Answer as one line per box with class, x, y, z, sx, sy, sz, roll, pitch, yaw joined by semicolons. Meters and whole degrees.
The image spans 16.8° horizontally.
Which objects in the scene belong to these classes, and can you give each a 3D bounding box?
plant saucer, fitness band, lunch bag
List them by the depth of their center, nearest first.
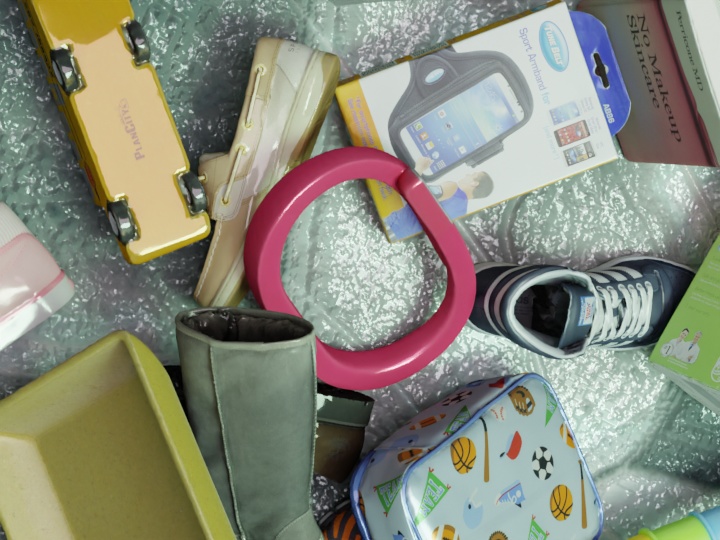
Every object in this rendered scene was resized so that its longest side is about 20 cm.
plant saucer;-0.158;0.157;1.609;0.048;0.199;0.201;-16;80;-46
fitness band;0.000;0.000;1.686;0.143;0.037;0.200;-35;132;-1
lunch bag;0.082;0.174;1.712;0.200;0.075;0.161;-33;106;-42

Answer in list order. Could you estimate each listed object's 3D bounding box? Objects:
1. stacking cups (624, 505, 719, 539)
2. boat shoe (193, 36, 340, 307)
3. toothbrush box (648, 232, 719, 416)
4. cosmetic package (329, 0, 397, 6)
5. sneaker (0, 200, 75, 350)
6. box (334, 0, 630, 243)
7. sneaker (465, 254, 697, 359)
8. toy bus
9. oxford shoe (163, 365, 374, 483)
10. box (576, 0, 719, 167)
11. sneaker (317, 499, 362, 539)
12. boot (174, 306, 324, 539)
stacking cups;0.264;0.189;1.748;0.199;0.060;0.061;-22;100;-11
boat shoe;-0.079;-0.067;1.690;0.069;0.074;0.201;23;95;6
toothbrush box;0.323;0.022;1.783;0.145;0.086;0.201;36;81;-39
cosmetic package;0.002;-0.307;1.645;0.165;0.165;0.201;37;84;-16
sneaker;-0.295;0.029;1.620;0.200;0.075;0.105;-38;108;-19
box;0.092;-0.110;1.726;0.198;0.041;0.120;-21;99;2
sneaker;0.175;0.027;1.748;0.198;0.108;0.071;0;94;-17
toy bus;-0.168;-0.108;1.649;0.065;0.078;0.202;-23;100;-15
oxford shoe;-0.091;0.113;1.693;0.198;0.073;0.085;11;97;-15
box;0.250;-0.149;1.712;0.108;0.200;0.129;-22;99;-14
sneaker;-0.020;0.229;1.699;0.199;0.112;0.078;-36;103;-12
boot;-0.103;0.121;1.624;0.180;0.073;0.201;-2;123;14
